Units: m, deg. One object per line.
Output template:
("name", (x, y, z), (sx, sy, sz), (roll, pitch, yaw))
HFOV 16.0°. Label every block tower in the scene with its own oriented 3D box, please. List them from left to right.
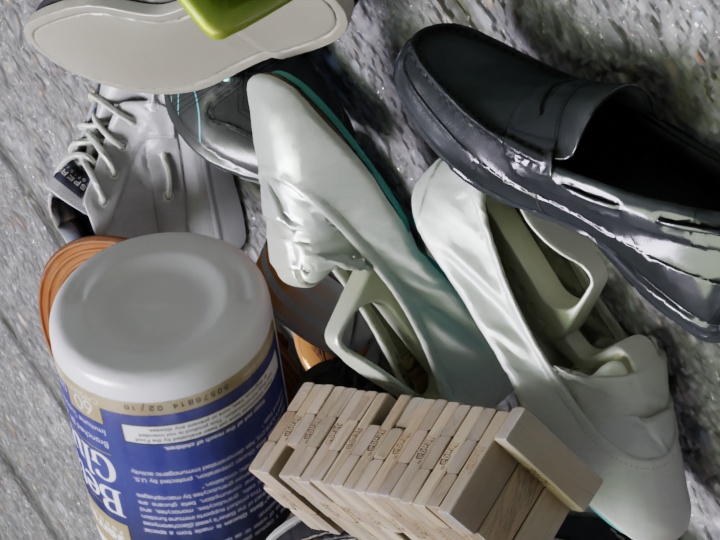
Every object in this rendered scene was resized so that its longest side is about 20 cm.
("block tower", (0.022, 0.092, 1.156), (0.054, 0.058, 0.200), (41, 160, -24))

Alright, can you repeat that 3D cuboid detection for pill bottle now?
("pill bottle", (-0.088, 0.089, 1.303), (0.111, 0.111, 0.201), (37, 148, 39))

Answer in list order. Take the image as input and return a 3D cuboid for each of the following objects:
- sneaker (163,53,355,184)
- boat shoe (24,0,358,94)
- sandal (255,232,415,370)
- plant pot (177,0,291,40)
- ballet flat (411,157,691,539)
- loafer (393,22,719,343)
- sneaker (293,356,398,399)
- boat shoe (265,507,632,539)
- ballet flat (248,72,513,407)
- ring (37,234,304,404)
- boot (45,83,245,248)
("sneaker", (-0.074, -0.120, 1.252), (0.200, 0.075, 0.079), (46, 150, 25))
("boat shoe", (-0.075, -0.131, 1.196), (0.199, 0.063, 0.073), (-7, 145, 42))
("sandal", (-0.021, 0.017, 1.324), (0.079, 0.059, 0.207), (48, 153, 22))
("plant pot", (-0.027, -0.215, 0.921), (0.199, 0.200, 0.182), (53, 162, 10))
("ballet flat", (0.094, 0.029, 1.130), (0.201, 0.069, 0.069), (57, 155, 5))
("loafer", (0.095, -0.050, 1.030), (0.200, 0.068, 0.071), (37, 141, 29))
("sneaker", (0.035, 0.132, 1.314), (0.200, 0.070, 0.090), (43, 157, 4))
("boat shoe", (0.040, 0.149, 1.226), (0.199, 0.060, 0.074), (0, 108, 16))
("ballet flat", (0.000, 0.000, 1.186), (0.200, 0.069, 0.069), (51, 159, -23))
("ring", (-0.093, 0.059, 1.391), (0.200, 0.019, 0.201), (26, 142, 22))
("boot", (-0.127, -0.068, 1.382), (0.073, 0.095, 0.201), (29, 142, 47))
